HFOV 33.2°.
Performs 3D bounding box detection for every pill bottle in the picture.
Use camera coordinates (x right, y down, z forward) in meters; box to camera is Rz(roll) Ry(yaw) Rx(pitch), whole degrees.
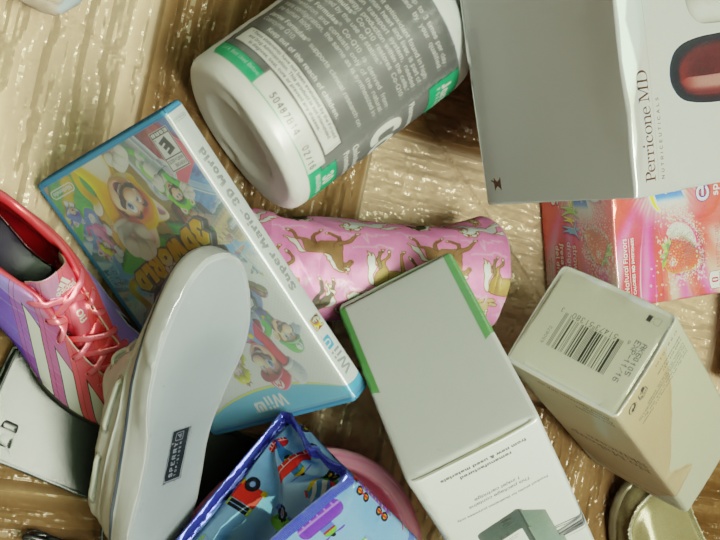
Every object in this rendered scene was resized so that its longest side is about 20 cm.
[{"bbox_3d":[-0.001,-0.141,0.778,0.199,0.113,0.114,-38,107,-15],"label":"pill bottle"}]

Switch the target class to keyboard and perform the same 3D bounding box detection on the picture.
[{"bbox_3d":[-0.158,0.140,0.785,0.199,0.021,0.128,28,78,-22],"label":"keyboard"}]

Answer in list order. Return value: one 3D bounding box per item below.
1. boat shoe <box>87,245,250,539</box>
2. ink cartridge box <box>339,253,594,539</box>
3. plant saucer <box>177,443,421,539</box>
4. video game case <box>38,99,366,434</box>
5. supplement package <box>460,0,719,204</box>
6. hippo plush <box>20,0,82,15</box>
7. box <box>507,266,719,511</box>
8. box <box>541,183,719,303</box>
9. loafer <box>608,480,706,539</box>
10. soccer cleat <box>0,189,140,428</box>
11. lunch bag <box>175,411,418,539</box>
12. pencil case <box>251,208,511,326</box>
[{"bbox_3d":[-0.123,0.073,0.707,0.073,0.065,0.202,-1,115,-52],"label":"boat shoe"},{"bbox_3d":[0.074,0.112,0.767,0.083,0.147,0.201,-27,136,2],"label":"ink cartridge box"},{"bbox_3d":[-0.050,0.211,0.805,0.199,0.051,0.203,-7,102,-32],"label":"plant saucer"},{"bbox_3d":[-0.099,0.008,0.733,0.201,0.142,0.018,57,45,-14],"label":"video game case"},{"bbox_3d":[0.183,-0.149,0.727,0.198,0.147,0.193,-13,98,-27],"label":"supplement package"},{"bbox_3d":[-0.159,-0.232,0.676,0.198,0.161,0.161,12,90,-23],"label":"hippo plush"},{"bbox_3d":[0.187,0.087,0.841,0.078,0.095,0.200,-56,141,-9],"label":"box"},{"bbox_3d":[0.193,-0.080,0.874,0.102,0.095,0.202,-7,97,-22],"label":"box"},{"bbox_3d":[0.251,0.252,0.941,0.075,0.067,0.202,-23,103,-20],"label":"loafer"},{"bbox_3d":[-0.178,0.028,0.730,0.200,0.073,0.068,48,57,-17],"label":"soccer cleat"},{"bbox_3d":[-0.053,0.217,0.730,0.200,0.094,0.151,-46,123,-8],"label":"lunch bag"},{"bbox_3d":[0.000,0.000,0.801,0.198,0.087,0.084,1,61,-22],"label":"pencil case"}]
